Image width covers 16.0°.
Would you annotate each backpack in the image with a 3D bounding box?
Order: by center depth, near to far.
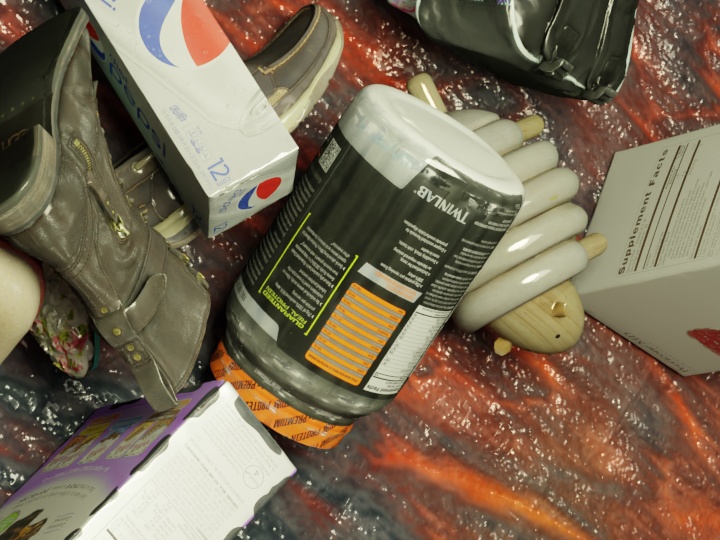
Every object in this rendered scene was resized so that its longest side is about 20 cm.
[{"bbox_3d":[0.114,-0.225,1.643,0.177,0.150,0.201,18,90,-58],"label":"backpack"}]

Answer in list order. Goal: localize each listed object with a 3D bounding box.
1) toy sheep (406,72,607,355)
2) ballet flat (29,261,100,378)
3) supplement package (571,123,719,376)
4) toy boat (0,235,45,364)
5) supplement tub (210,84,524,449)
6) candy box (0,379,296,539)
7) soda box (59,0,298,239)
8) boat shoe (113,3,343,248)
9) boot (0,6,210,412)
[{"bbox_3d":[0.082,-0.036,1.642,0.137,0.138,0.201,-29,84,-31],"label":"toy sheep"},{"bbox_3d":[-0.195,-0.033,1.507,0.063,0.076,0.202,-2,75,-22],"label":"ballet flat"},{"bbox_3d":[0.252,-0.016,1.694,0.121,0.200,0.120,31,68,-23],"label":"supplement package"},{"bbox_3d":[-0.278,-0.021,1.437,0.199,0.131,0.131,21,43,-28],"label":"toy boat"},{"bbox_3d":[0.000,0.000,1.543,0.122,0.123,0.201,27,107,-25],"label":"supplement tub"},{"bbox_3d":[-0.156,0.159,1.440,0.200,0.167,0.072,-46,106,-27],"label":"candy box"},{"bbox_3d":[-0.114,-0.124,1.515,0.063,0.068,0.201,-29,74,-14],"label":"soda box"},{"bbox_3d":[-0.084,-0.101,1.577,0.073,0.074,0.200,46,62,-18],"label":"boat shoe"},{"bbox_3d":[-0.146,-0.035,1.455,0.174,0.069,0.201,48,32,-34],"label":"boot"}]
